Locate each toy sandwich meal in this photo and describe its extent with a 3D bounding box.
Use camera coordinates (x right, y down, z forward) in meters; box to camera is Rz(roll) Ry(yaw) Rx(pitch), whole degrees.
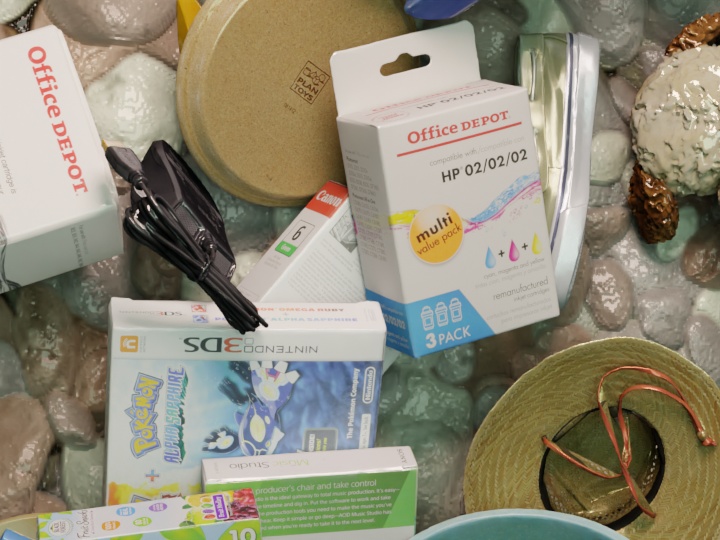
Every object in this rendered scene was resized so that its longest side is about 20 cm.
[{"bbox_3d":[-0.050,-0.144,1.469,0.204,0.070,0.206,-11,115,-24],"label":"toy sandwich meal"}]

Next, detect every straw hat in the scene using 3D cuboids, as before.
[{"bbox_3d":[0.167,0.135,1.488,0.200,0.085,0.202,0,102,0],"label":"straw hat"}]

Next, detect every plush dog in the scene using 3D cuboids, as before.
[{"bbox_3d":[0.272,-0.089,1.499,0.171,0.160,0.201,18,85,15],"label":"plush dog"}]

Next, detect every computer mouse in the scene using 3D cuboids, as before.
[{"bbox_3d":[-0.134,-0.039,1.385,0.046,0.200,0.141,-37,124,6],"label":"computer mouse"}]

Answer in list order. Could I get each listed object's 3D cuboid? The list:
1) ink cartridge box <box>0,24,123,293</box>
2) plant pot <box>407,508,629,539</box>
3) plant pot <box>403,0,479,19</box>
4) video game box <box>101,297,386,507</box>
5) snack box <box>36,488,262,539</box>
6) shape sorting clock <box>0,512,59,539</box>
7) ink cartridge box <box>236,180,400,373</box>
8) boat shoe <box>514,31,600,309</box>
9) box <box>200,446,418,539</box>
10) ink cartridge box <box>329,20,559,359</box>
[{"bbox_3d":[-0.270,-0.058,1.401,0.199,0.084,0.146,-17,69,-10],"label":"ink cartridge box"},{"bbox_3d":[0.105,0.295,1.402,0.199,0.201,0.197,-10,124,-10],"label":"plant pot"},{"bbox_3d":[0.066,-0.297,1.408,0.180,0.200,0.200,42,41,-14],"label":"plant pot"},{"bbox_3d":[-0.081,0.116,1.427,0.181,0.047,0.201,1,116,-7],"label":"video game box"},{"bbox_3d":[-0.129,0.248,1.380,0.141,0.053,0.201,-7,110,-9],"label":"snack box"},{"bbox_3d":[-0.207,0.256,1.429,0.199,0.039,0.201,-2,102,-7],"label":"shape sorting clock"},{"bbox_3d":[0.000,0.000,1.471,0.109,0.050,0.200,44,81,-24],"label":"ink cartridge box"},{"bbox_3d":[0.130,-0.072,1.507,0.062,0.072,0.201,6,76,1],"label":"boat shoe"},{"bbox_3d":[-0.036,0.215,1.436,0.143,0.036,0.201,-2,116,-10],"label":"box"},{"bbox_3d":[0.056,-0.056,1.419,0.115,0.068,0.201,-16,106,-22],"label":"ink cartridge box"}]
